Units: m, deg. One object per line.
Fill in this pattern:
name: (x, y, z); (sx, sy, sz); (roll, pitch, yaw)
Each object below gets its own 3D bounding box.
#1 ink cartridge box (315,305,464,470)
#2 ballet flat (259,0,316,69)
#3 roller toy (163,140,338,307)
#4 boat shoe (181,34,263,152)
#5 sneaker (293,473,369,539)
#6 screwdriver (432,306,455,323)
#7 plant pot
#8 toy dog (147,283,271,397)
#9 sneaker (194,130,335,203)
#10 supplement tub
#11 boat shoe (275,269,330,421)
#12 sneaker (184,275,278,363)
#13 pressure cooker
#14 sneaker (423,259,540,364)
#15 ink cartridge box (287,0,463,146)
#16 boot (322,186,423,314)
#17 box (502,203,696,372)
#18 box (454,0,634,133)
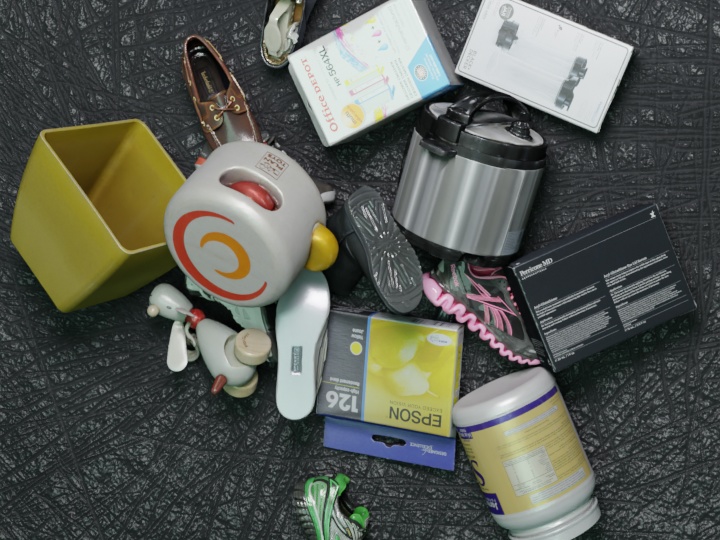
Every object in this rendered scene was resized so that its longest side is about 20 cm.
ink cartridge box: (0.036, 0.159, 1.737); (0.195, 0.047, 0.203); (7, 98, 21)
ballet flat: (-0.092, -0.344, 1.654); (0.072, 0.073, 0.202); (22, 126, 8)
roller toy: (-0.139, -0.062, 1.628); (0.198, 0.140, 0.184); (-5, 125, 36)
boat shoe: (-0.184, -0.215, 1.695); (0.070, 0.070, 0.201); (-27, 73, -8)
sneaker: (-0.020, 0.375, 1.779); (0.084, 0.078, 0.202); (-22, 93, 14)
screwdriver: (0.094, 0.120, 1.736); (0.028, 0.029, 0.203); (18, 97, 9)
plant pot: (-0.344, -0.059, 1.722); (0.201, 0.199, 0.177); (51, 121, 13)
toy dog: (-0.214, 0.103, 1.727); (0.198, 0.096, 0.133); (17, 126, 30)
sneaker: (-0.123, -0.142, 1.727); (0.197, 0.077, 0.083); (17, 94, 8)
supplement tub: (0.216, 0.242, 1.671); (0.144, 0.145, 0.202); (-22, 93, 15)
boat shoe: (-0.075, 0.097, 1.725); (0.071, 0.066, 0.203); (1, 86, 3)
sneaker: (-0.170, 0.039, 1.773); (0.114, 0.075, 0.203); (-19, 86, 23)
pressure cooker: (0.141, -0.124, 1.611); (0.176, 0.176, 0.202); (13, 110, -7)
sneaker: (0.176, 0.041, 1.673); (0.199, 0.079, 0.096); (36, 102, -11)
ink cartridge box: (0.010, -0.249, 1.652); (0.198, 0.125, 0.130); (-26, 93, 14)
boot: (0.000, -0.001, 1.658); (0.065, 0.200, 0.167); (-17, 80, -25)
box: (0.297, 0.019, 1.626); (0.198, 0.079, 0.143); (-23, 96, -4)
box: (0.232, -0.264, 1.634); (0.198, 0.060, 0.118); (23, 103, 9)
